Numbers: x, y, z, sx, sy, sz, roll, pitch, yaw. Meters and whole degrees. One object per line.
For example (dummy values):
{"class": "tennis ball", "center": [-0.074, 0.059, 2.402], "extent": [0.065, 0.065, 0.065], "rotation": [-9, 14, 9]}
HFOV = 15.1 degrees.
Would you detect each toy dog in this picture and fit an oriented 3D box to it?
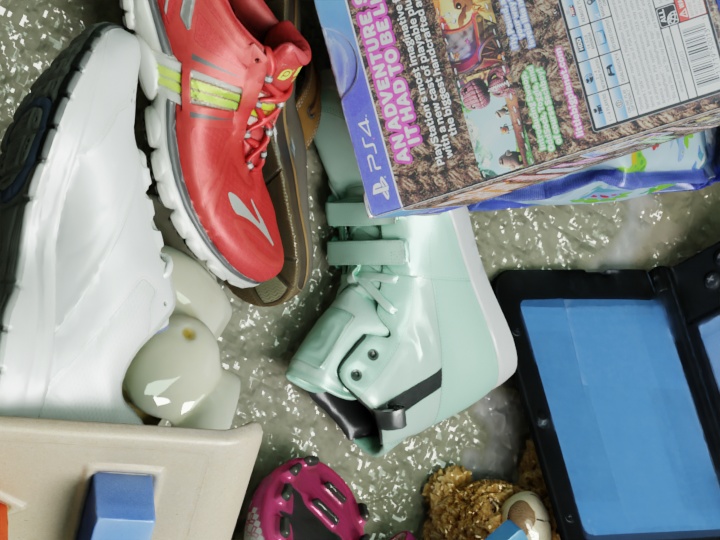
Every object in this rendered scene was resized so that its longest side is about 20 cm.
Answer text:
{"class": "toy dog", "center": [-0.160, 0.014, 1.314], "extent": [0.200, 0.139, 0.195], "rotation": [34, 64, -23]}

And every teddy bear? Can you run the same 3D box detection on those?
{"class": "teddy bear", "center": [0.132, 0.149, 1.509], "extent": [0.199, 0.067, 0.146], "rotation": [23, 76, -27]}

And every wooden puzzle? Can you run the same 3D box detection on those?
{"class": "wooden puzzle", "center": [-0.153, 0.138, 1.229], "extent": [0.199, 0.186, 0.046], "rotation": [1, 46, -17]}

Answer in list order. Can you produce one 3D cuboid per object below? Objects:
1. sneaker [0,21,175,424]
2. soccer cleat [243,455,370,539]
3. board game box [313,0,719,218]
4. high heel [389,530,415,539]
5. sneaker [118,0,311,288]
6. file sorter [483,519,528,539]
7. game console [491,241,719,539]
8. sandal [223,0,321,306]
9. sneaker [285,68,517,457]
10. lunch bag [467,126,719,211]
{"class": "sneaker", "center": [-0.125, -0.013, 1.235], "extent": [0.087, 0.074, 0.201], "rotation": [13, 85, -23]}
{"class": "soccer cleat", "center": [-0.050, 0.167, 1.380], "extent": [0.070, 0.200, 0.086], "rotation": [43, 115, -13]}
{"class": "board game box", "center": [0.088, -0.129, 1.336], "extent": [0.097, 0.199, 0.160], "rotation": [-6, 80, -66]}
{"class": "high heel", "center": [-0.042, 0.204, 1.414], "extent": [0.199, 0.067, 0.097], "rotation": [-14, 100, -41]}
{"class": "sneaker", "center": [-0.063, -0.088, 1.345], "extent": [0.085, 0.077, 0.201], "rotation": [-10, 104, 16]}
{"class": "file sorter", "center": [0.095, 0.262, 1.410], "extent": [0.139, 0.123, 0.200], "rotation": [-40, 128, -15]}
{"class": "game console", "center": [0.191, 0.063, 1.473], "extent": [0.116, 0.175, 0.201], "rotation": [26, 42, -50]}
{"class": "sandal", "center": [-0.046, -0.083, 1.413], "extent": [0.054, 0.081, 0.201], "rotation": [-15, 99, -49]}
{"class": "sneaker", "center": [0.000, 0.000, 1.432], "extent": [0.118, 0.074, 0.201], "rotation": [-35, 108, -31]}
{"class": "lunch bag", "center": [0.136, -0.123, 1.480], "extent": [0.200, 0.127, 0.171], "rotation": [-5, 89, -61]}
